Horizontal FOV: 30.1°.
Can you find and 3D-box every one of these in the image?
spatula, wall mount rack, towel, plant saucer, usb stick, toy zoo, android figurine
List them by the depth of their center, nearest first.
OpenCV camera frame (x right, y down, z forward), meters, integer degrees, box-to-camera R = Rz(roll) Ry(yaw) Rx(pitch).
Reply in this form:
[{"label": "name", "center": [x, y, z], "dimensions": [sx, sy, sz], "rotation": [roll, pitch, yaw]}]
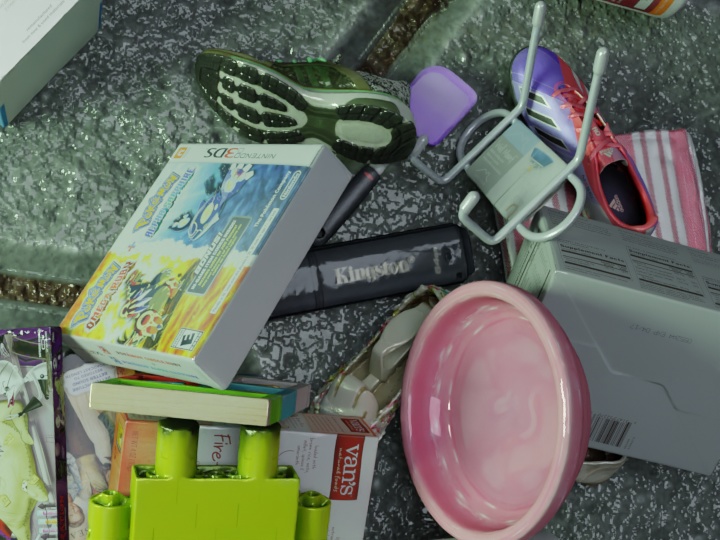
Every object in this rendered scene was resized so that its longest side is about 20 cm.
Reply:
[{"label": "android figurine", "center": [-0.111, 0.207, 0.991], "dimensions": [0.181, 0.041, 0.201], "rotation": [1, 103, -16]}, {"label": "plant saucer", "center": [0.107, 0.109, 1.024], "dimensions": [0.051, 0.200, 0.201], "rotation": [5, 80, -34]}, {"label": "toy zoo", "center": [-0.113, 0.095, 1.029], "dimensions": [0.131, 0.200, 0.021], "rotation": [5, 90, 7]}, {"label": "wall mount rack", "center": [0.132, -0.118, 1.099], "dimensions": [0.174, 0.200, 0.075], "rotation": [-46, 124, 8]}, {"label": "usb stick", "center": [0.000, 0.000, 1.148], "dimensions": [0.199, 0.033, 0.056], "rotation": [-10, 84, -14]}, {"label": "spatula", "center": [0.021, -0.097, 1.172], "dimensions": [0.056, 0.021, 0.200], "rotation": [41, 77, 2]}, {"label": "towel", "center": [0.216, -0.047, 1.206], "dimensions": [0.199, 0.030, 0.147], "rotation": [-7, 83, -10]}]

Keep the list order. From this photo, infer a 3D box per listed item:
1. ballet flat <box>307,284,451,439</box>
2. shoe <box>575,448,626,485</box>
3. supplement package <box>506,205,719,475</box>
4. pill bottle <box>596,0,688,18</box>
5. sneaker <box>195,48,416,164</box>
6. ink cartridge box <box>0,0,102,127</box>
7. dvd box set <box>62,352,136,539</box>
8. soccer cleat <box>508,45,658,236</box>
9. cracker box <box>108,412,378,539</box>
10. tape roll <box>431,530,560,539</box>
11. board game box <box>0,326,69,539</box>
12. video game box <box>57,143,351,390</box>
[{"label": "ballet flat", "center": [0.011, 0.087, 1.116], "dimensions": [0.076, 0.064, 0.200], "rotation": [32, 76, 23]}, {"label": "shoe", "center": [0.135, 0.131, 1.146], "dimensions": [0.199, 0.053, 0.070], "rotation": [19, 78, -7]}, {"label": "supplement package", "center": [0.219, 0.059, 1.112], "dimensions": [0.199, 0.111, 0.156], "rotation": [14, 120, -9]}, {"label": "pill bottle", "center": [0.201, -0.303, 1.193], "dimensions": [0.199, 0.113, 0.113], "rotation": [13, 80, -11]}, {"label": "sneaker", "center": [-0.043, -0.154, 1.155], "dimensions": [0.199, 0.077, 0.089], "rotation": [17, 43, -1]}, {"label": "ink cartridge box", "center": [-0.320, -0.237, 1.064], "dimensions": [0.200, 0.129, 0.125], "rotation": [41, 76, -3]}, {"label": "dvd box set", "center": [-0.227, 0.171, 1.076], "dimensions": [0.146, 0.029, 0.201], "rotation": [-18, 86, -14]}, {"label": "soccer cleat", "center": [0.197, -0.112, 1.159], "dimensions": [0.068, 0.073, 0.201], "rotation": [-27, 88, -11]}, {"label": "cracker box", "center": [-0.094, 0.178, 1.042], "dimensions": [0.199, 0.058, 0.135], "rotation": [5, 100, -17]}, {"label": "tape roll", "center": [0.089, 0.308, 1.037], "dimensions": [0.139, 0.203, 0.204], "rotation": [-2, 82, -12]}, {"label": "board game box", "center": [-0.288, 0.145, 1.034], "dimensions": [0.120, 0.032, 0.201], "rotation": [-4, 88, 11]}, {"label": "video game box", "center": [-0.123, -0.012, 1.037], "dimensions": [0.047, 0.182, 0.200], "rotation": [46, 62, -35]}]
